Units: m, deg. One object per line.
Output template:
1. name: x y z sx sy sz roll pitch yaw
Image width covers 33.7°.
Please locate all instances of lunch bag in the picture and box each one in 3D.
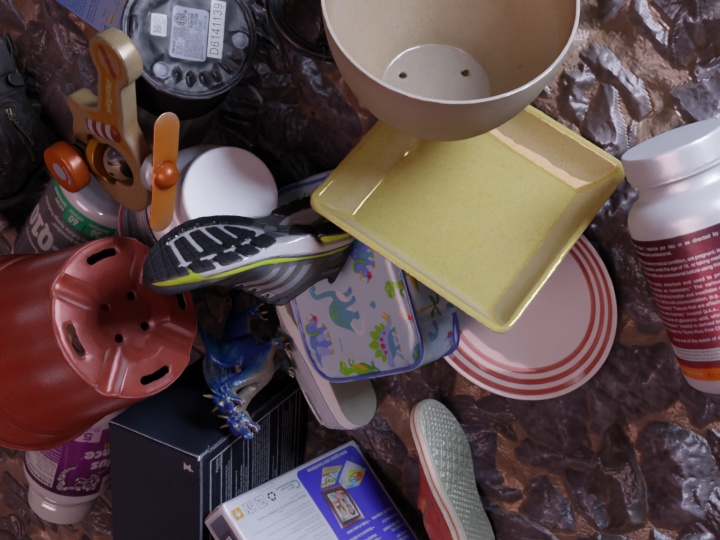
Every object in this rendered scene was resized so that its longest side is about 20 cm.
1. lunch bag: 0.000 0.000 1.120 0.161 0.082 0.200 -15 92 40

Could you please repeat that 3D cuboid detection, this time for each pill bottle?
1. pill bottle: 0.283 -0.012 0.949 0.113 0.113 0.200 -16 103 35
2. pill bottle: -0.153 -0.056 1.135 0.120 0.120 0.200 62 156 -7
3. pill bottle: -0.338 0.204 1.412 0.112 0.112 0.200 31 124 15
4. pill bottle: -0.310 -0.032 1.290 0.113 0.113 0.200 45 126 6

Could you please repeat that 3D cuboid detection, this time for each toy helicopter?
1. toy helicopter: -0.199 -0.119 1.002 0.132 0.079 0.200 41 149 17

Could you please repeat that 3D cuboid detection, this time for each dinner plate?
1. dinner plate: 0.144 0.026 1.104 0.200 0.024 0.200 12 117 25

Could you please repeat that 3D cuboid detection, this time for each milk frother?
1. milk frother: -0.124 -0.196 1.105 0.200 0.181 0.188 24 164 -13

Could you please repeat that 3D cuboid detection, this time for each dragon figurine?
1. dragon figurine: -0.131 0.082 1.196 0.200 0.099 0.059 52 154 41

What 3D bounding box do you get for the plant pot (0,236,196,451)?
1. plant pot: -0.267 0.061 1.121 0.195 0.201 0.201 -17 102 46

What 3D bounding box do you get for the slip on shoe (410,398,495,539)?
1. slip on shoe: 0.082 0.223 1.201 0.061 0.074 0.200 -4 114 35

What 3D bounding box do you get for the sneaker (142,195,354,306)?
1. sneaker: -0.090 -0.003 1.020 0.074 0.200 0.081 50 142 44

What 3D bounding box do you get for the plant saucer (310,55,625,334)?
1. plant saucer: 0.092 -0.062 1.017 0.200 0.200 0.048 35 158 13

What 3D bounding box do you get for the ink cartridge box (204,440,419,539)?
1. ink cartridge box: -0.025 0.289 1.185 0.200 0.198 0.043 54 130 16

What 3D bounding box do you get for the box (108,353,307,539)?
1. box: -0.159 0.213 1.258 0.123 0.198 0.200 16 118 24

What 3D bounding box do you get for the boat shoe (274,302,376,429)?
1. boat shoe: -0.054 0.073 1.211 0.071 0.070 0.201 -21 93 47

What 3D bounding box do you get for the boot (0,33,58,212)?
1. boot: -0.402 -0.150 1.247 0.069 0.200 0.174 -21 107 31

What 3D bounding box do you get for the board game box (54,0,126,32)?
1. board game box: -0.246 -0.335 1.176 0.103 0.019 0.200 36 125 11

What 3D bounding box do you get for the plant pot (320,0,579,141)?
1. plant pot: 0.066 -0.183 0.974 0.200 0.200 0.135 34 157 13
